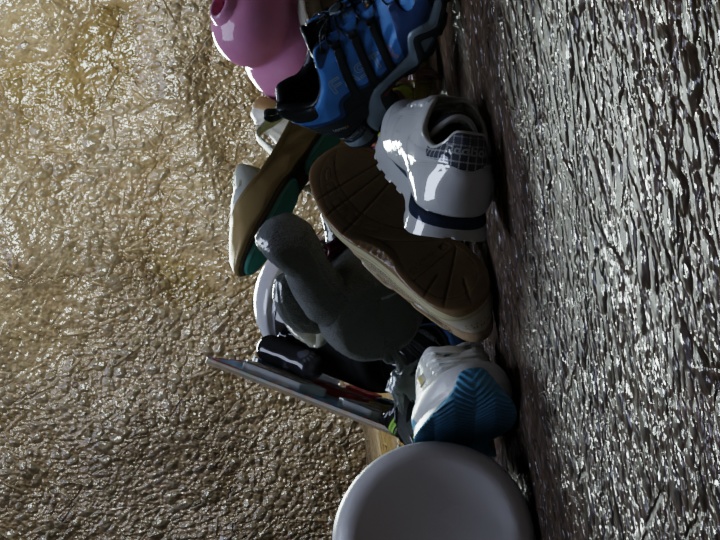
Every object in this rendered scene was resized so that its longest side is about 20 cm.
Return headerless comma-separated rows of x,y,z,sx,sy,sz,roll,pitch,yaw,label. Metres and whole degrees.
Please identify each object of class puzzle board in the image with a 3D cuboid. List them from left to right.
-0.021,0.112,1.855,0.151,0.199,0.017,14,-86,-64,puzzle board

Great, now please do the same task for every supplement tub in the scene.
0.051,0.213,1.520,0.200,0.144,0.145,92,170,-74,supplement tub

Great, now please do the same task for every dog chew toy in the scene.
-0.045,-0.193,1.789,0.124,0.200,0.125,-27,52,42,dog chew toy

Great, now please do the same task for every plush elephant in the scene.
0.000,0.000,1.700,0.155,0.164,0.201,-124,16,-60,plush elephant

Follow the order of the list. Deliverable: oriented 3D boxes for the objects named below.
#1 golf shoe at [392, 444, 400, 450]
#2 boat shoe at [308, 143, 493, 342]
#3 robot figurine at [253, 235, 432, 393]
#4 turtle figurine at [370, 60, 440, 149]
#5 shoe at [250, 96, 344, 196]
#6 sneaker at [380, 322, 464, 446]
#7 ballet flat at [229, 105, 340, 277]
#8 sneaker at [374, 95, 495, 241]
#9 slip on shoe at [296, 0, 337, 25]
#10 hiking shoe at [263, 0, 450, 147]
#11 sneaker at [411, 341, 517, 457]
0.077,0.240,1.820,0.095,0.078,0.200,-109,0,-58,golf shoe
0.029,-0.019,1.553,0.200,0.071,0.065,50,170,35,boat shoe
-0.007,0.041,1.876,0.150,0.200,0.125,14,-86,-50,robot figurine
0.032,-0.164,1.654,0.200,0.064,0.162,-55,-35,-82,turtle figurine
-0.019,-0.077,1.786,0.053,0.200,0.070,-54,4,-12,shoe
0.060,0.139,1.724,0.071,0.082,0.200,88,173,-63,sneaker
-0.068,-0.084,1.696,0.200,0.063,0.069,-57,-15,-22,ballet flat
0.058,-0.090,1.438,0.200,0.076,0.081,-115,28,-64,sneaker
-0.002,-0.269,1.736,0.061,0.076,0.201,-37,35,60,slip on shoe
0.003,-0.174,1.508,0.075,0.086,0.200,-110,37,-47,hiking shoe
0.069,0.090,1.516,0.200,0.076,0.081,101,162,-75,sneaker
